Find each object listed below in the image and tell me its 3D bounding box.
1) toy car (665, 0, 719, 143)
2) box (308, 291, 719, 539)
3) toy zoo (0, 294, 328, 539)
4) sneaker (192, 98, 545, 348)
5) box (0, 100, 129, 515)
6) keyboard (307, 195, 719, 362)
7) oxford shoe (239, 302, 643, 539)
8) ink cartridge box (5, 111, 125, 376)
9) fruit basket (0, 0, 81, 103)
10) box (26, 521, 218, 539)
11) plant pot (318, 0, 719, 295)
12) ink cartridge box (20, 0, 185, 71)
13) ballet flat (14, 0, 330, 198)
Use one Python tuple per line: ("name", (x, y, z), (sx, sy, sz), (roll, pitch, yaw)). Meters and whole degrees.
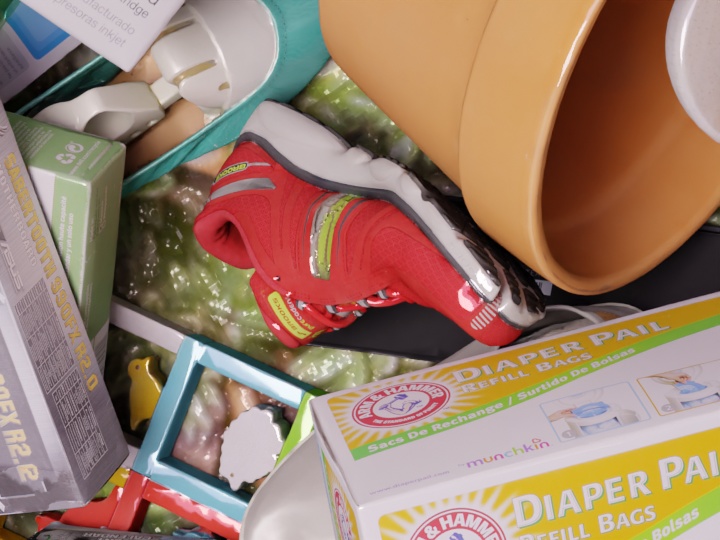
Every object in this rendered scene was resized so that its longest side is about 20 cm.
("toy car", (0.220, -0.094, 1.020), (0.150, 0.175, 0.200), (29, 92, -25))
("box", (0.091, 0.091, 1.093), (0.199, 0.101, 0.113), (-15, 113, -6))
("toy zoo", (-0.092, 0.090, 1.274), (0.200, 0.020, 0.132), (24, 99, 13))
("sneaker", (0.000, 0.000, 1.175), (0.085, 0.077, 0.200), (-54, 37, -4))
("box", (-0.202, 0.009, 1.189), (0.158, 0.048, 0.200), (-8, 114, 26))
("keyboard", (0.065, 0.024, 1.229), (0.199, 0.040, 0.104), (7, 71, 16))
("oxford shoe", (0.034, 0.070, 1.172), (0.200, 0.058, 0.075), (-29, 77, 9))
("ink cartridge box", (-0.204, -0.011, 1.237), (0.199, 0.048, 0.146), (16, 122, 12))
("fruit basket", (-0.227, -0.135, 1.260), (0.200, 0.094, 0.185), (-35, 84, 14))
("box", (-0.078, 0.216, 1.252), (0.137, 0.040, 0.201), (3, 102, 16))
("plant pot", (0.077, -0.109, 1.140), (0.140, 0.200, 0.200), (30, 100, 28))
("ink cartridge box", (-0.094, -0.204, 1.122), (0.145, 0.088, 0.200), (35, 99, -29))
("ballet flat", (-0.088, -0.075, 1.238), (0.200, 0.070, 0.067), (-35, 84, 14))
